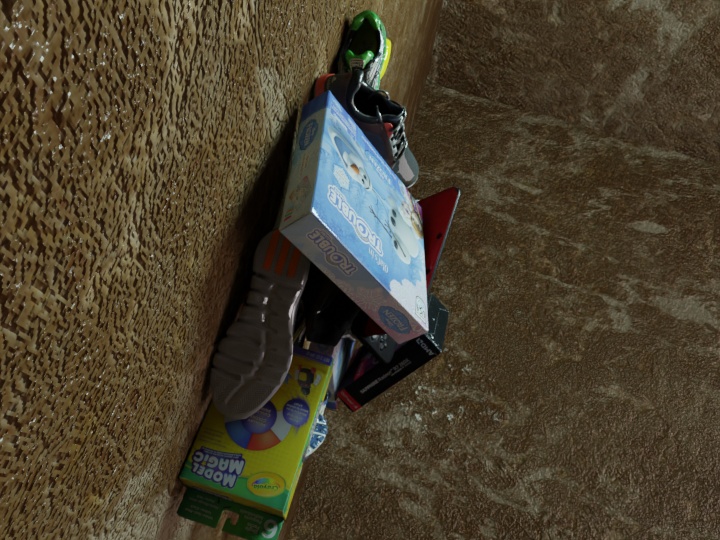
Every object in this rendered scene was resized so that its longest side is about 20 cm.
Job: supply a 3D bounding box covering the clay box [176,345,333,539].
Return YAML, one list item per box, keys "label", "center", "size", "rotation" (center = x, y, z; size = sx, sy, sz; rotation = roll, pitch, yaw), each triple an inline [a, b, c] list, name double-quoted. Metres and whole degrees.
- label: "clay box"
  center: [-0.111, 0.175, 0.636]
  size: [0.048, 0.113, 0.202]
  rotation: [100, 7, -56]

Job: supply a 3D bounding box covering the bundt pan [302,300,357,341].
- label: "bundt pan"
  center: [0.000, 0.000, 0.887]
  size: [0.075, 0.201, 0.204]
  rotation: [-18, -139, 42]

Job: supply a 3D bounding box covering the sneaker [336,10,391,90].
- label: "sneaker"
  center: [-0.009, -0.248, 0.791]
  size: [0.085, 0.077, 0.204]
  rotation: [11, 86, -79]

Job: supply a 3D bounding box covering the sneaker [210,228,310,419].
- label: "sneaker"
  center: [-0.097, 0.057, 0.637]
  size: [0.112, 0.077, 0.203]
  rotation: [124, -12, -86]

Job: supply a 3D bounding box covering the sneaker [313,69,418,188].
- label: "sneaker"
  center: [0.027, -0.169, 0.733]
  size: [0.199, 0.081, 0.078]
  rotation: [36, 58, -42]

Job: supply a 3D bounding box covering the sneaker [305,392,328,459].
- label: "sneaker"
  center: [-0.087, 0.225, 0.800]
  size: [0.200, 0.076, 0.086]
  rotation: [-57, 167, -77]

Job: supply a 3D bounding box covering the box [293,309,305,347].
- label: "box"
  center: [-0.129, 0.161, 0.826]
  size: [0.200, 0.049, 0.162]
  rotation: [-63, 170, -71]

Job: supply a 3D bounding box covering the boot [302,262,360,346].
- label: "boot"
  center: [-0.039, -0.035, 0.702]
  size: [0.201, 0.065, 0.167]
  rotation: [-103, -158, -54]

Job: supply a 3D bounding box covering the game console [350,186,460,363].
- label: "game console"
  center: [0.077, 0.014, 0.787]
  size: [0.173, 0.117, 0.202]
  rotation: [52, 53, -51]

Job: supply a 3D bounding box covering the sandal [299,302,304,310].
- label: "sandal"
  center: [-0.079, 0.052, 1.004]
  size: [0.208, 0.058, 0.080]
  rotation: [101, 7, -54]

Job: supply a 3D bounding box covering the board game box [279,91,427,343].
- label: "board game box"
  center: [0.003, -0.058, 0.636]
  size: [0.200, 0.043, 0.201]
  rotation: [45, 34, -36]

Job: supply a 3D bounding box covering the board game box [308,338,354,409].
- label: "board game box"
  center: [-0.037, 0.101, 0.988]
  size: [0.200, 0.043, 0.202]
  rotation: [88, 15, -57]

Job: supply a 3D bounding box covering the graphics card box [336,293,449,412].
- label: "graphics card box"
  center: [0.054, 0.135, 0.966]
  size: [0.199, 0.051, 0.126]
  rotation: [-39, -169, 28]
